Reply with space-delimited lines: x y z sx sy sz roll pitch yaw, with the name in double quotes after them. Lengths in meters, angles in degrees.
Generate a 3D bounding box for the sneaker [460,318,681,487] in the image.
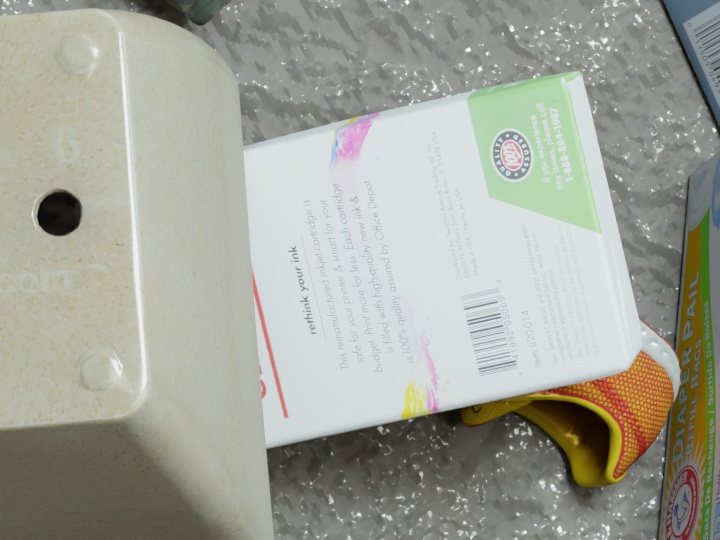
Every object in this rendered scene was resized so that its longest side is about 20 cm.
0.048 0.017 1.183 0.200 0.073 0.077 37 69 -12 "sneaker"

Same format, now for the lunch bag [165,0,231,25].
-0.071 -0.232 1.163 0.164 0.118 0.201 33 58 -16 "lunch bag"

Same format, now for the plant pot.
-0.136 0.005 0.986 0.199 0.177 0.201 -4 77 -2 "plant pot"

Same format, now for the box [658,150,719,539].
0.198 0.044 1.223 0.101 0.112 0.201 12 70 -13 "box"

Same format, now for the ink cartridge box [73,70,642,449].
0.000 0.000 1.119 0.199 0.067 0.118 -12 95 11 "ink cartridge box"

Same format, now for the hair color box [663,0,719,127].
0.244 -0.127 1.331 0.199 0.061 0.099 -23 87 -31 "hair color box"
